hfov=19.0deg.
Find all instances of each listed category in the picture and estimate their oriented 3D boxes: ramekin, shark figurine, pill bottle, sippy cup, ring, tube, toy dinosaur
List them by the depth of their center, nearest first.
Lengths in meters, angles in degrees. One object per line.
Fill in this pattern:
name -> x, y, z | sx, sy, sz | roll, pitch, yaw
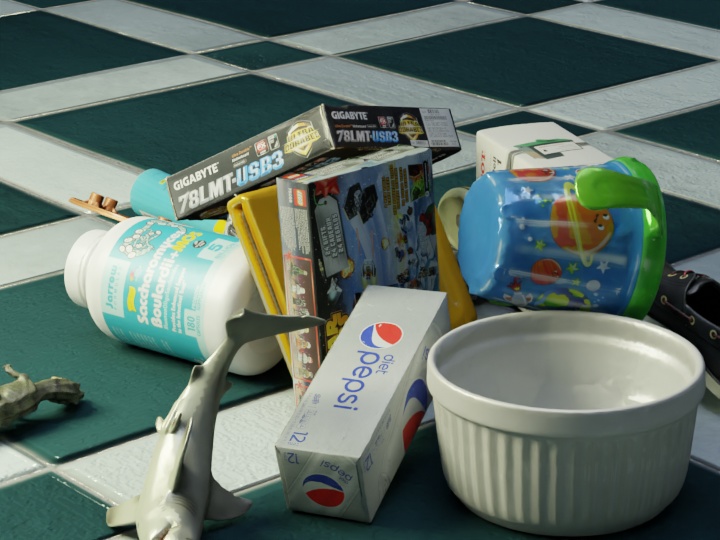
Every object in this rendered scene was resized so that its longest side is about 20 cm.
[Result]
shark figurine -> -0.102, 0.128, 1.511 | 0.089, 0.215, 0.128 | 29, -25, -22
ramekin -> 0.148, 0.111, 1.552 | 0.199, 0.105, 0.200 | -1, 20, 0
sippy cup -> 0.149, -0.023, 1.654 | 0.130, 0.178, 0.140 | 4, 31, -18
toy dinosaur -> -0.305, 0.107, 1.668 | 0.088, 0.048, 0.200 | 21, 31, 33
pill bottle -> -0.155, 0.017, 1.819 | 0.200, 0.111, 0.111 | 12, 23, 34
ring -> -0.172, -0.037, 1.978 | 0.200, 0.019, 0.200 | 20, -1, 0
tube -> -0.145, -0.050, 2.116 | 0.200, 0.051, 0.077 | 22, 25, 39

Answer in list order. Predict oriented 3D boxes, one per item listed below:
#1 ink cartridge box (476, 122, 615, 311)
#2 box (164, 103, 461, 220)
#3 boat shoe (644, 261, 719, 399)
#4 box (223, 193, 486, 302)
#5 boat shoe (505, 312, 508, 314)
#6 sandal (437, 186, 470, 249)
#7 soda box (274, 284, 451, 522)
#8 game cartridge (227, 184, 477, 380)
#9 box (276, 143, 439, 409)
ink cartridge box -> 0.175, -0.037, 1.914 | 0.084, 0.147, 0.200 | -7, 20, -18
box -> -0.042, -0.097, 1.970 | 0.200, 0.050, 0.198 | -23, -14, 36
boat shoe -> 0.274, 0.031, 1.752 | 0.074, 0.063, 0.201 | 1, 33, -36
box -> 0.002, -0.019, 1.919 | 0.200, 0.050, 0.158 | -5, 29, -44
boat shoe -> 0.139, 0.064, 1.733 | 0.202, 0.075, 0.086 | -11, 22, -34
sandal -> 0.120, -0.009, 1.837 | 0.057, 0.080, 0.201 | -13, 28, -32
soda box -> 0.007, 0.094, 1.584 | 0.068, 0.064, 0.200 | 6, 37, 20
game cartridge -> 0.000, 0.000, 1.783 | 0.200, 0.177, 0.032 | -18, -5, -40
box -> 0.002, 0.012, 1.693 | 0.137, 0.201, 0.040 | -17, 20, -42
